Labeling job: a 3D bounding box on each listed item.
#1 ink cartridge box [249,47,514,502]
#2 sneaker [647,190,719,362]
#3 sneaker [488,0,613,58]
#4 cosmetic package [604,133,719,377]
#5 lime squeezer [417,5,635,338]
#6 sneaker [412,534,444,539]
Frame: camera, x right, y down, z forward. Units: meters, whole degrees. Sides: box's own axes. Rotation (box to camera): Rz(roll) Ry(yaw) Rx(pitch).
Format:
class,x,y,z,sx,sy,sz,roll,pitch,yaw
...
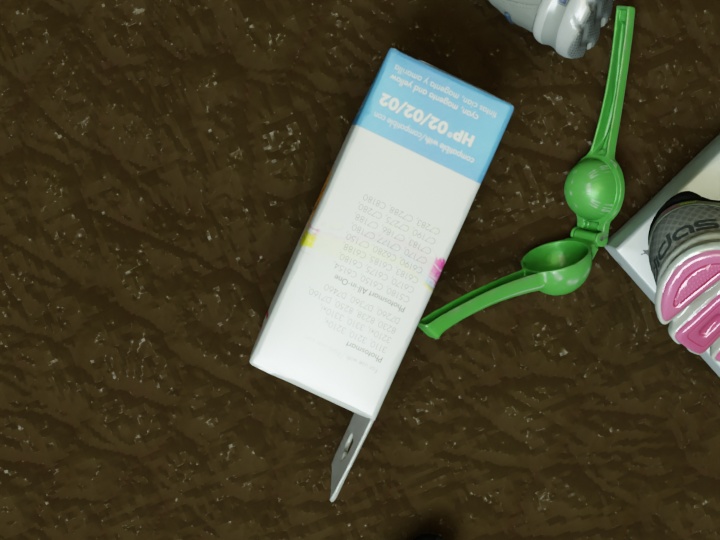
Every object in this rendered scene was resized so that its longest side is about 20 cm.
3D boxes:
class,x,y,z,sx,sy,sz,roll,pitch,yaw
ink cartridge box,0.000,0.000,0.824,0.067,0.115,0.202,24,92,-2
sneaker,0.216,0.010,0.801,0.198,0.088,0.074,16,121,-21
sneaker,0.114,-0.211,0.836,0.081,0.075,0.202,24,83,14
cosmetic package,0.246,0.011,0.862,0.151,0.052,0.200,-43,93,4
lime squeezer,0.100,-0.035,0.855,0.070,0.038,0.201,38,76,-21
sneaker,-0.037,0.201,0.857,0.087,0.076,0.201,40,92,3
